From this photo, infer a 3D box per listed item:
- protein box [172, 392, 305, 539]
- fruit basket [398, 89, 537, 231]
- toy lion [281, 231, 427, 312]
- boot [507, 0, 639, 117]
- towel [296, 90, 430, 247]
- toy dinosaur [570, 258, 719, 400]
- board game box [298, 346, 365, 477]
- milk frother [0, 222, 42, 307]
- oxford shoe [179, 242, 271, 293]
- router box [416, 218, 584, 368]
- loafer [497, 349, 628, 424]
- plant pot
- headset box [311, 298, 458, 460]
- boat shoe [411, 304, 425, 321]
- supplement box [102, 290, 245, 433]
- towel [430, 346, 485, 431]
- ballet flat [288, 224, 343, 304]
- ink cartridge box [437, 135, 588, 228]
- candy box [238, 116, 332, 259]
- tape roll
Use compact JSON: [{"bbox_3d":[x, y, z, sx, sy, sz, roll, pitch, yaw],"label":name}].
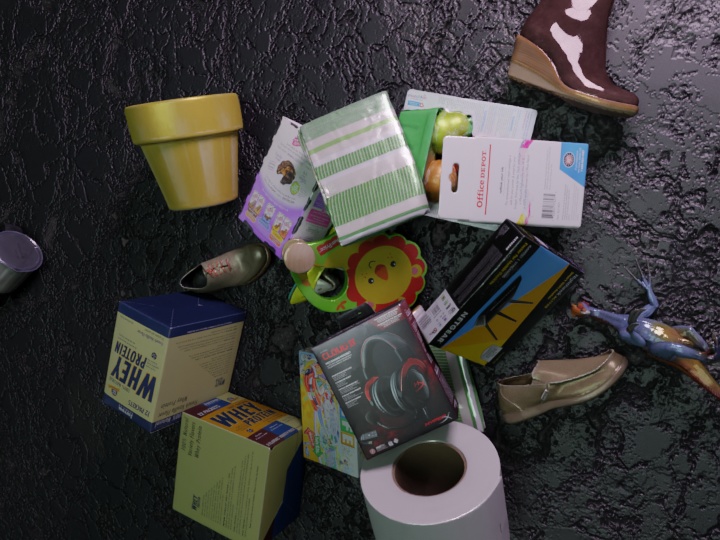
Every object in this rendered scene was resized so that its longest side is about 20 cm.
[{"bbox_3d":[-0.222,0.365,1.029,0.199,0.135,0.200,12,100,25],"label":"protein box"},{"bbox_3d":[0.148,-0.169,0.844,0.199,0.094,0.186,13,100,10],"label":"fruit basket"},{"bbox_3d":[0.000,0.000,0.877,0.199,0.069,0.192,-30,104,-6],"label":"toy lion"},{"bbox_3d":[0.312,-0.313,0.744,0.200,0.072,0.167,33,109,25],"label":"boot"},{"bbox_3d":[0.004,-0.151,0.819,0.152,0.023,0.201,-21,79,3],"label":"towel"},{"bbox_3d":[0.378,0.093,0.736,0.181,0.105,0.201,1,107,47],"label":"toy dinosaur"},{"bbox_3d":[-0.047,0.244,0.965,0.134,0.034,0.201,3,98,41],"label":"board game box"},{"bbox_3d":[-0.922,-0.023,1.326,0.188,0.200,0.181,-36,73,24],"label":"milk frother"},{"bbox_3d":[-0.260,0.002,1.056,0.199,0.075,0.071,-25,81,26],"label":"oxford shoe"},{"bbox_3d":[0.199,0.040,0.785,0.200,0.149,0.051,-52,37,21],"label":"router box"},{"bbox_3d":[0.281,0.159,0.791,0.200,0.076,0.068,-33,85,25],"label":"loafer"},{"bbox_3d":[-0.309,-0.216,1.011,0.200,0.201,0.190,2,109,27],"label":"plant pot"},{"bbox_3d":[0.033,0.146,0.802,0.148,0.075,0.201,-27,88,10],"label":"headset box"},{"bbox_3d":[0.060,0.150,0.871,0.069,0.071,0.201,32,99,11],"label":"boat shoe"},{"bbox_3d":[-0.349,0.161,1.043,0.134,0.200,0.201,21,104,25],"label":"supplement box"},{"bbox_3d":[0.094,0.205,0.912,0.199,0.023,0.153,-16,86,28],"label":"towel"},{"bbox_3d":[-0.056,-0.007,0.960,0.067,0.067,0.200,36,107,10],"label":"ballet flat"},{"bbox_3d":[0.203,-0.122,0.767,0.199,0.068,0.116,3,95,-4],"label":"ink cartridge box"},{"bbox_3d":[-0.108,-0.136,0.940,0.168,0.071,0.201,41,109,41],"label":"candy box"},{"bbox_3d":[0.110,0.338,0.801,0.202,0.203,0.140,0,116,27],"label":"tape roll"}]
